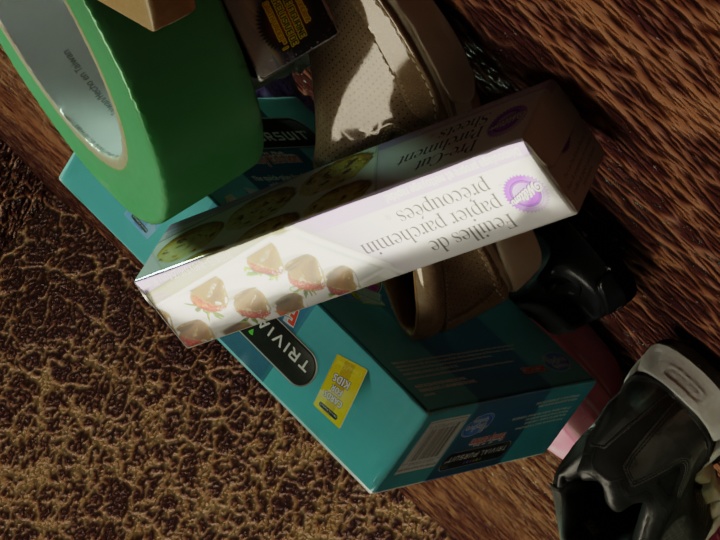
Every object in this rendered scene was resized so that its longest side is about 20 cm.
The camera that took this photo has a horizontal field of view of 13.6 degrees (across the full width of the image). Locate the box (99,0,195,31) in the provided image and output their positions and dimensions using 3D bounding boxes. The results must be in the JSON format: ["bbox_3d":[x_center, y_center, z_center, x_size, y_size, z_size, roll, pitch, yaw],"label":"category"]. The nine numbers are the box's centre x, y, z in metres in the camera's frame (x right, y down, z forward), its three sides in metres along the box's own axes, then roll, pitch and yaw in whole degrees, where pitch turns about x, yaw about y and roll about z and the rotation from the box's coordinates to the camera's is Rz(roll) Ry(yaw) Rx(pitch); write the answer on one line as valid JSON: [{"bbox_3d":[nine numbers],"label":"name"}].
[{"bbox_3d":[-0.118,-0.190,0.974,0.163,0.021,0.201,33,141,49],"label":"box"}]

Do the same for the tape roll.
[{"bbox_3d":[-0.110,-0.115,1.163,0.201,0.048,0.201,53,165,21],"label":"tape roll"}]

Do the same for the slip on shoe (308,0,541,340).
[{"bbox_3d":[0.008,-0.058,1.187,0.076,0.060,0.200,37,159,48],"label":"slip on shoe"}]

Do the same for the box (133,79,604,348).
[{"bbox_3d":[0.000,-0.019,1.157,0.199,0.042,0.039,-19,120,37],"label":"box"}]

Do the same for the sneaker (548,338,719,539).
[{"bbox_3d":[0.124,0.104,1.399,0.066,0.090,0.200,41,163,17],"label":"sneaker"}]

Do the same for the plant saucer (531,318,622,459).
[{"bbox_3d":[0.065,0.022,1.564,0.200,0.051,0.201,43,174,6],"label":"plant saucer"}]

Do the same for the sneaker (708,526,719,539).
[{"bbox_3d":[0.235,0.195,1.523,0.200,0.081,0.075,44,176,-15],"label":"sneaker"}]

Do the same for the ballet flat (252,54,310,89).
[{"bbox_3d":[-0.048,-0.105,1.340,0.072,0.072,0.200,44,173,-8],"label":"ballet flat"}]

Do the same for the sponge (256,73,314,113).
[{"bbox_3d":[-0.080,-0.075,1.484,0.111,0.030,0.200,-33,98,38],"label":"sponge"}]

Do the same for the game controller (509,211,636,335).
[{"bbox_3d":[0.072,-0.019,1.334,0.105,0.042,0.200,57,174,1],"label":"game controller"}]

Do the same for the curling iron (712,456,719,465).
[{"bbox_3d":[0.156,0.090,1.508,0.026,0.050,0.200,42,169,0],"label":"curling iron"}]

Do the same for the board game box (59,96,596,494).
[{"bbox_3d":[-0.013,0.005,1.297,0.200,0.047,0.151,44,-157,22],"label":"board game box"}]

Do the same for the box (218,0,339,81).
[{"bbox_3d":[-0.087,-0.158,1.172,0.200,0.040,0.137,32,150,62],"label":"box"}]
